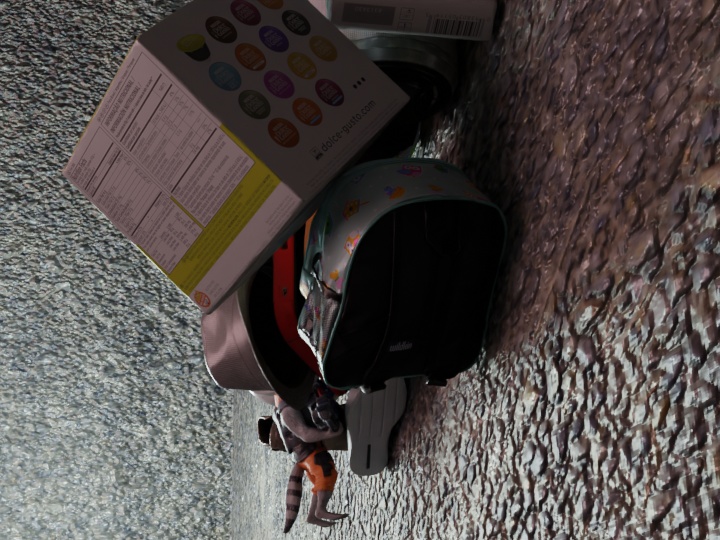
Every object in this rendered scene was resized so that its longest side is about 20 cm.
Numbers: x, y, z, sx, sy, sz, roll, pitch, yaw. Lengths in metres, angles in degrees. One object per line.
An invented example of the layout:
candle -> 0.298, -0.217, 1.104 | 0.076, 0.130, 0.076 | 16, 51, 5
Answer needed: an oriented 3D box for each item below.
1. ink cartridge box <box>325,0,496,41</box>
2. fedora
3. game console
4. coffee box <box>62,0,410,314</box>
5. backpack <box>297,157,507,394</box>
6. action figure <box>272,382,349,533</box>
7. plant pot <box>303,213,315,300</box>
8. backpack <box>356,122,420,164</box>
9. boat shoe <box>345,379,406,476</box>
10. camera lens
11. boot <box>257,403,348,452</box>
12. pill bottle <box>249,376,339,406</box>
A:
ink cartridge box -> 0.043, -0.310, 1.140 | 0.050, 0.160, 0.201 | 101, 168, -46
fedora -> -0.123, 0.073, 1.309 | 0.177, 0.090, 0.201 | 57, -155, -35
game console -> -0.057, 0.025, 1.358 | 0.177, 0.031, 0.201 | 58, -156, -51
coffee box -> -0.117, -0.126, 1.069 | 0.200, 0.198, 0.200 | -45, 2, 45
backpack -> 0.036, -0.008, 1.056 | 0.154, 0.174, 0.201 | -116, 33, -45
action figure -> -0.065, 0.208, 1.383 | 0.200, 0.104, 0.195 | 75, -179, -75
plant pot -> 0.016, -0.020, 1.248 | 0.200, 0.139, 0.202 | -177, 90, -77
backpack -> -0.028, -0.171, 1.341 | 0.154, 0.198, 0.165 | 49, -150, -74
boat shoe -> 0.008, 0.168, 1.399 | 0.201, 0.071, 0.071 | 102, 161, -44
camera lens -> 0.022, -0.265, 1.230 | 0.160, 0.159, 0.202 | 123, 148, -67
boot -> -0.069, 0.215, 1.573 | 0.200, 0.145, 0.071 | 149, 121, -76
pill bottle -> -0.097, 0.132, 1.580 | 0.200, 0.115, 0.117 | 35, -126, -71
